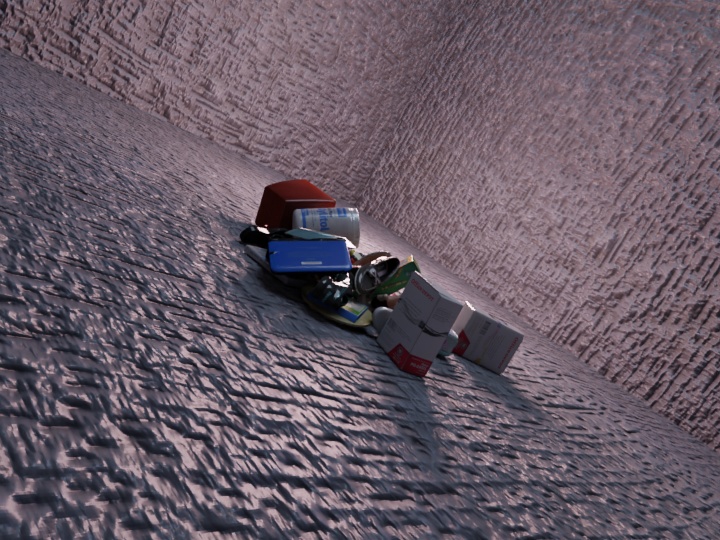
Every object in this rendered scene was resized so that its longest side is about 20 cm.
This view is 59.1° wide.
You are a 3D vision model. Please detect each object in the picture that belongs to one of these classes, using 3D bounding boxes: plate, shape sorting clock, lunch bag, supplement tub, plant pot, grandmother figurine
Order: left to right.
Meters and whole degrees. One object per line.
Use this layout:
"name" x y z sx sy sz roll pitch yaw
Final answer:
"plant pot" -0.229 -0.184 2.087 0.174 0.202 0.199 3 25 -43
"plate" -0.106 -0.091 1.713 0.197 0.026 0.200 11 4 -1
"supplement tub" -0.108 -0.127 1.967 0.196 0.134 0.132 -4 18 -11
"shape sorting clock" -0.059 0.089 1.602 0.197 0.040 0.200 25 12 -6
"grandmother figurine" 0.076 0.087 1.703 0.197 0.062 0.121 -7 -27 20
"lunch bag" 0.196 0.171 1.824 0.159 0.078 0.200 29 10 -9

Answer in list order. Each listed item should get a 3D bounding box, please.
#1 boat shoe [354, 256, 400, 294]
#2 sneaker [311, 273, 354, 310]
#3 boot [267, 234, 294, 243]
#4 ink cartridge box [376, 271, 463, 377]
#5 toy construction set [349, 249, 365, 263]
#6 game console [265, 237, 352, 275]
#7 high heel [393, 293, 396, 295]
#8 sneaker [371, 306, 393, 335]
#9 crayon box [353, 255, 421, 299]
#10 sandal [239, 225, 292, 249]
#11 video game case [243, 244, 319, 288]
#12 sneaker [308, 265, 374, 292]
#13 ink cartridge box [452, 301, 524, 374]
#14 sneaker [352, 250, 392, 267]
"boat shoe" 0.046 0.005 1.682 0.200 0.056 0.068 -38 108 -58
"sneaker" -0.053 0.052 1.552 0.079 0.076 0.200 41 21 8
"boot" -0.185 -0.063 1.784 0.160 0.075 0.197 8 5 -34
"ink cartridge box" 0.140 0.126 1.519 0.083 0.202 0.145 22 12 -30
"toy construction set" -0.006 0.014 1.955 0.199 0.132 0.092 37 42 11
"game console" -0.133 -0.017 1.579 0.196 0.120 0.172 -1 43 -12
"high heel" 0.096 0.111 1.832 0.095 0.068 0.200 21 13 14
"sneaker" 0.077 0.141 1.659 0.199 0.073 0.112 37 0 -36
"crayon box" 0.076 0.033 1.822 0.059 0.198 0.119 61 8 -7
"sandal" -0.269 -0.085 1.839 0.199 0.075 0.048 0 54 -56
"video game case" -0.195 -0.003 1.726 0.181 0.024 0.199 36 11 31
"sneaker" -0.053 0.010 1.725 0.199 0.068 0.107 12 4 -39
"ink cartridge box" 0.377 0.208 1.953 0.198 0.149 0.086 27 11 -20
"sneaker" 0.000 0.000 1.814 0.072 0.198 0.080 62 1 -8
